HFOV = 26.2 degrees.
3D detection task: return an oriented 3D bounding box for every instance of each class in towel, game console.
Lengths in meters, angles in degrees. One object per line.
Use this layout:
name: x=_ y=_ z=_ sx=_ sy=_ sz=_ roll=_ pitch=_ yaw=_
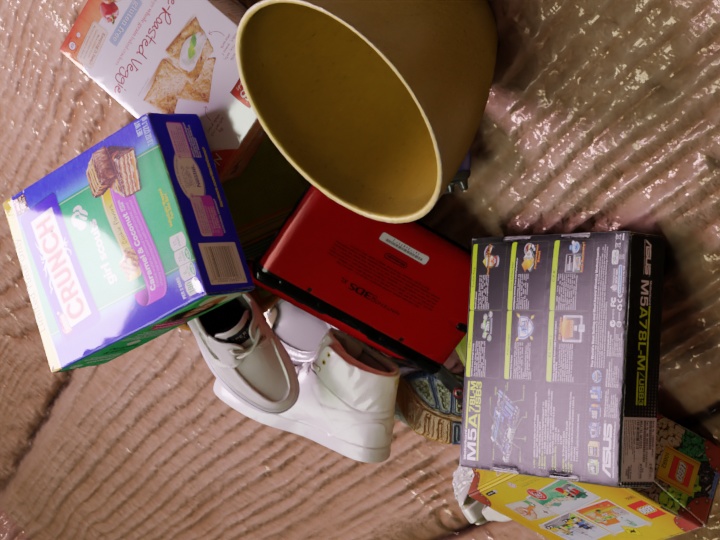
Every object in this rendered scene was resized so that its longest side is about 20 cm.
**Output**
towel: x=-0.095 y=-0.078 z=1.476 sx=0.018 sy=0.085 sz=0.201 roll=-135 pitch=20 yaw=-75
game console: x=0.000 y=0.000 z=1.411 sx=0.199 sy=0.119 sz=0.173 roll=28 pitch=112 yaw=-19

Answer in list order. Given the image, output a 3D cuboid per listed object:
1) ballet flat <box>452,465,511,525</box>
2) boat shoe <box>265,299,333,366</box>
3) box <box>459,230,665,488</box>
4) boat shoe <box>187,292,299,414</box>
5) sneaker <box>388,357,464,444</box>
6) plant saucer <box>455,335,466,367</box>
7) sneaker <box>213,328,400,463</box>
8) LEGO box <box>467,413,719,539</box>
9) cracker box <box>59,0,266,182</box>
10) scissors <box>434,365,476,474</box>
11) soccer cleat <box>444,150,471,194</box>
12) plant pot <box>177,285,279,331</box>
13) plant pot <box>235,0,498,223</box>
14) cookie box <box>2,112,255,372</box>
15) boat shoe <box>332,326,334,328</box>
ballet flat: x=0.140 y=0.234 z=1.617 sx=0.072 sy=0.072 sz=0.200 roll=50 pitch=152 yaw=-8
boat shoe: x=-0.087 y=0.042 z=1.635 sx=0.200 sy=0.074 sz=0.069 roll=32 pitch=151 yaw=49
box: x=0.162 y=0.071 z=1.273 sx=0.192 sy=0.047 sz=0.202 roll=-3 pitch=83 yaw=55
boat shoe: x=-0.119 y=0.054 z=1.457 sx=0.201 sy=0.072 sz=0.066 roll=60 pitch=167 yaw=-12
sneaker: x=0.058 y=0.121 z=1.588 sx=0.198 sy=0.088 sz=0.076 roll=12 pitch=110 yaw=18
plant saucer: x=0.155 y=0.084 z=1.439 sx=0.199 sy=0.031 sz=0.201 roll=33 pitch=150 yaw=22
sneaker: x=-0.050 y=0.102 z=1.540 sx=0.198 sy=0.074 sz=0.117 roll=18 pitch=112 yaw=20
LEGO box: x=0.210 y=0.185 z=1.402 sx=0.148 sy=0.078 sz=0.200 roll=29 pitch=153 yaw=-10
cracker box: x=-0.160 y=-0.193 z=1.405 sx=0.200 sy=0.058 sz=0.134 roll=40 pitch=113 yaw=9
scissors: x=0.110 y=0.124 z=1.519 sx=0.073 sy=0.014 sz=0.201 roll=-24 pitch=105 yaw=17
soccer cleat: x=0.030 y=-0.105 z=1.351 sx=0.199 sy=0.064 sz=0.085 roll=0 pitch=99 yaw=58
plant pot: x=-0.176 y=-0.049 z=1.564 sx=0.201 sy=0.200 sz=0.183 roll=55 pitch=165 yaw=-17
plant pot: x=0.024 y=-0.158 z=1.182 sx=0.199 sy=0.142 sz=0.201 roll=32 pitch=148 yaw=23
cookie box: x=-0.211 y=-0.023 z=1.383 sx=0.199 sy=0.075 sz=0.173 roll=-26 pitch=77 yaw=32
boat shoe: x=0.008 y=0.018 z=1.506 sx=0.060 sy=0.074 sz=0.201 roll=36 pitch=153 yaw=17
